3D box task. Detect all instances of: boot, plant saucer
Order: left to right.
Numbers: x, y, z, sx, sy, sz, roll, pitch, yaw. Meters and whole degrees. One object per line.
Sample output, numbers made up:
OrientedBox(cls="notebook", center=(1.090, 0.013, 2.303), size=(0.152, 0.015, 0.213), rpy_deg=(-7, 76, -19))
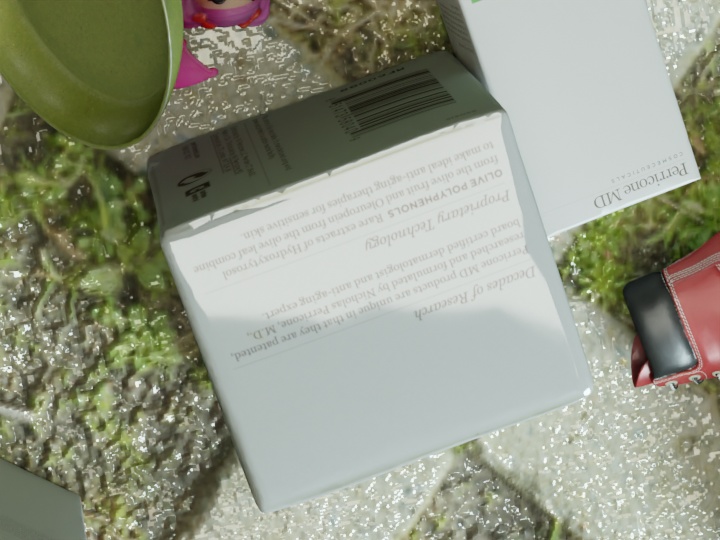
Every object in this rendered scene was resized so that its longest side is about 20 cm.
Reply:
OrientedBox(cls="plant saucer", center=(-0.156, -0.162, 1.327), size=(0.031, 0.200, 0.200), rpy_deg=(-30, 109, -34))
OrientedBox(cls="boot", center=(0.249, 0.060, 1.524), size=(0.144, 0.072, 0.200), rpy_deg=(-32, 114, 14))

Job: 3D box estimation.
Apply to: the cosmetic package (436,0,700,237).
OrientedBox(cls="cosmetic package", center=(0.111, -0.132, 1.438), size=(0.108, 0.085, 0.200), rpy_deg=(-22, 105, -4))

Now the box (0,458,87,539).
OrientedBox(cls="box", center=(-0.223, 0.191, 1.404), size=(0.097, 0.200, 0.124), rpy_deg=(27, 99, -14))

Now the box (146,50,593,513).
OrientedBox(cls="box", center=(0.000, 0.000, 1.393), size=(0.200, 0.199, 0.171), rpy_deg=(-21, 106, -2))

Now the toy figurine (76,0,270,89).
OrientedBox(cls="toy figurine", center=(-0.091, -0.192, 1.389), size=(0.200, 0.150, 0.184), rpy_deg=(-10, 121, -31))
